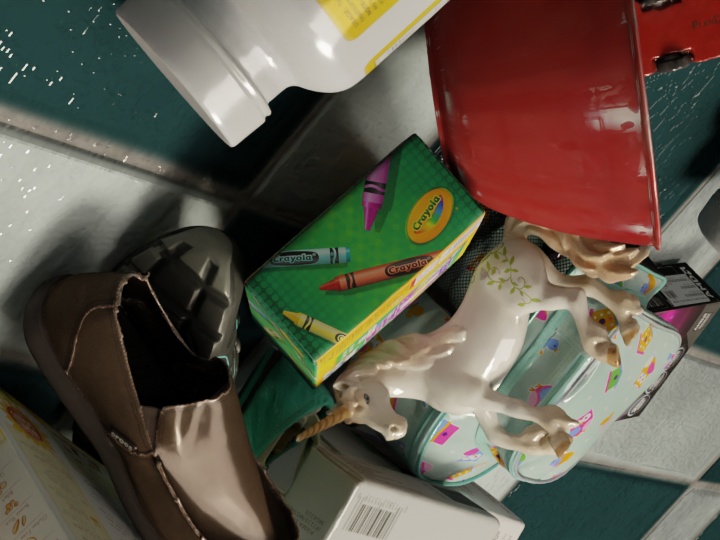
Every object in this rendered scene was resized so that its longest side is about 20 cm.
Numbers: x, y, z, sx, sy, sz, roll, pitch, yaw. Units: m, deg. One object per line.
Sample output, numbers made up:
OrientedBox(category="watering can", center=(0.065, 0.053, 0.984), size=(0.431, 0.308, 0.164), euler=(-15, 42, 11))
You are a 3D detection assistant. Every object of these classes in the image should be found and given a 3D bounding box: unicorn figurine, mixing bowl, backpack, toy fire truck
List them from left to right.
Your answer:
OrientedBox(category="unicorn figurine", center=(0.073, 0.050, 1.312), size=(0.201, 0.137, 0.074), euler=(-59, 176, -6))
OrientedBox(category="backpack", center=(0.093, 0.050, 1.426), size=(0.200, 0.154, 0.176), euler=(-41, 160, 12))
OrientedBox(category="mixing bowl", center=(0.093, -0.104, 1.181), size=(0.108, 0.201, 0.200), euler=(-7, 154, 7))
OrientedBox(category="toy fire truck", center=(0.239, -0.166, 1.375), size=(0.199, 0.049, 0.141), euler=(-15, -171, -3))

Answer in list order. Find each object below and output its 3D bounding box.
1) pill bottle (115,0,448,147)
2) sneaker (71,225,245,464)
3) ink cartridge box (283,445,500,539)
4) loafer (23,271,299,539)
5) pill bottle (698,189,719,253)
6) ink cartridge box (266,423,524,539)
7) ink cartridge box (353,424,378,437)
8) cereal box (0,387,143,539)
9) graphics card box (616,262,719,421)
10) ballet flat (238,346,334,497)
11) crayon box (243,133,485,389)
OrientedBox(category="pill bottle", center=(-0.009, -0.151, 1.012), size=(0.200, 0.112, 0.112), euler=(-42, 154, -3))
OrientedBox(category="sneaker", center=(-0.102, 0.039, 1.235), size=(0.079, 0.075, 0.200), euler=(-38, 164, -44))
OrientedBox(category="ink cartridge box", center=(-0.011, 0.202, 1.347), size=(0.174, 0.043, 0.200), euler=(-59, 150, 3))
OrientedBox(category="loafer", center=(-0.092, 0.083, 1.153), size=(0.071, 0.200, 0.073), euler=(-24, -160, 40))
OrientedBox(category="pill bottle", center=(0.322, -0.090, 1.560), size=(0.112, 0.112, 0.200), euler=(-3, 134, -53))
OrientedBox(category="ink cartridge box", center=(-0.008, 0.185, 1.464), size=(0.200, 0.084, 0.145), euler=(25, 98, -49))
OrientedBox(category="ink cartridge box", center=(-0.027, 0.191, 1.582), size=(0.200, 0.047, 0.198), euler=(-30, 151, -28))
OrientedBox(category="cereal box", center=(-0.136, 0.143, 1.134), size=(0.040, 0.200, 0.144), euler=(-42, 133, 2))
OrientedBox(category="graphics card box", center=(0.170, 0.060, 1.659), size=(0.200, 0.051, 0.126), euler=(-7, 136, -52))
OrientedBox(category="ballet flat", center=(-0.069, 0.121, 1.304), size=(0.200, 0.070, 0.067), euler=(-51, 175, -46))
OrientedBox(category="crayon box", center=(0.000, 0.000, 1.238), size=(0.119, 0.058, 0.200), euler=(-41, 176, -6))
